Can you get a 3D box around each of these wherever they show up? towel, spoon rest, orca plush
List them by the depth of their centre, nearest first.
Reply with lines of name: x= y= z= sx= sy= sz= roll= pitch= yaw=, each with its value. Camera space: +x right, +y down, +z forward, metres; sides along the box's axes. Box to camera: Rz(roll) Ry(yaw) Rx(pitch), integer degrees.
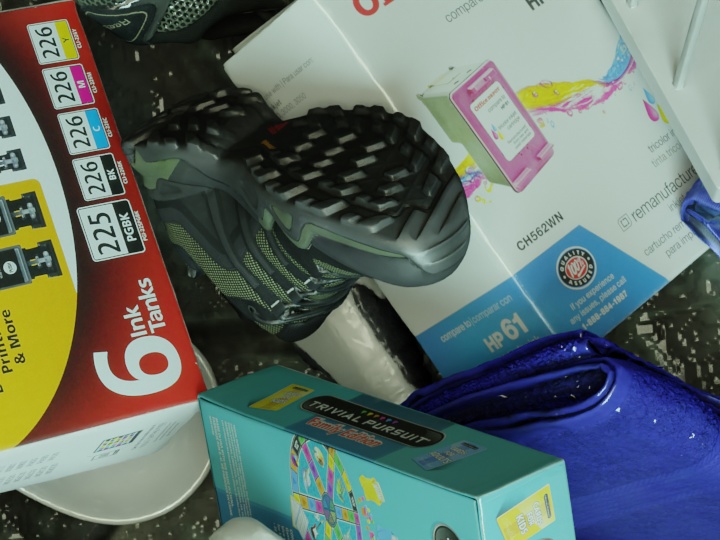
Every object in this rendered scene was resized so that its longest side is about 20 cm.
towel: x=0.119 y=0.085 z=1.162 sx=0.200 sy=0.147 sz=0.050 roll=26 pitch=57 yaw=-38
orca plush: x=0.000 y=0.000 z=1.230 sx=0.200 sy=0.105 sz=0.071 roll=41 pitch=55 yaw=18
spoon rest: x=-0.165 y=0.067 z=1.243 sx=0.199 sy=0.061 sz=0.100 roll=4 pitch=92 yaw=2

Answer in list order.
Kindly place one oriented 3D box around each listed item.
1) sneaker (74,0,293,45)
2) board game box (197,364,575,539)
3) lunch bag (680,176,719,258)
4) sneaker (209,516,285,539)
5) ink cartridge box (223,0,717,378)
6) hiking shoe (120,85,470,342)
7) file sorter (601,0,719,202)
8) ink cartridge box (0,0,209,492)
sneaker: x=-0.065 y=-0.185 z=1.228 sx=0.114 sy=0.076 sz=0.200 roll=46 pitch=62 yaw=-37
board game box: x=0.016 y=0.134 z=1.101 sx=0.047 sy=0.200 sz=0.151 roll=-21 pitch=111 yaw=-32
lunch bag: x=0.249 y=-0.024 z=1.189 sx=0.200 sy=0.094 sz=0.151 roll=42 pitch=61 yaw=5
sneaker: x=-0.045 y=0.205 z=1.102 sx=0.088 sy=0.075 sz=0.201 roll=-23 pitch=112 yaw=-34
ink cartridge box: x=0.057 y=-0.060 z=1.188 sx=0.144 sy=0.085 sz=0.200 roll=-37 pitch=90 yaw=-38
hiking shoe: x=-0.017 y=-0.016 z=1.131 sx=0.076 sy=0.200 sz=0.101 roll=-36 pitch=124 yaw=-26
file sorter: x=0.179 y=-0.163 z=1.146 sx=0.138 sy=0.125 sz=0.200 roll=-21 pitch=66 yaw=-12
ink cartridge box: x=-0.186 y=-0.002 z=1.172 sx=0.175 sy=0.084 sz=0.200 roll=-14 pitch=75 yaw=-26
